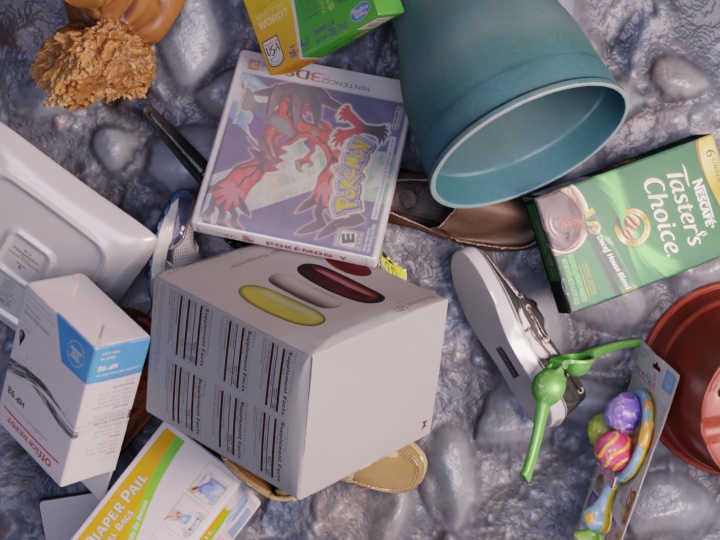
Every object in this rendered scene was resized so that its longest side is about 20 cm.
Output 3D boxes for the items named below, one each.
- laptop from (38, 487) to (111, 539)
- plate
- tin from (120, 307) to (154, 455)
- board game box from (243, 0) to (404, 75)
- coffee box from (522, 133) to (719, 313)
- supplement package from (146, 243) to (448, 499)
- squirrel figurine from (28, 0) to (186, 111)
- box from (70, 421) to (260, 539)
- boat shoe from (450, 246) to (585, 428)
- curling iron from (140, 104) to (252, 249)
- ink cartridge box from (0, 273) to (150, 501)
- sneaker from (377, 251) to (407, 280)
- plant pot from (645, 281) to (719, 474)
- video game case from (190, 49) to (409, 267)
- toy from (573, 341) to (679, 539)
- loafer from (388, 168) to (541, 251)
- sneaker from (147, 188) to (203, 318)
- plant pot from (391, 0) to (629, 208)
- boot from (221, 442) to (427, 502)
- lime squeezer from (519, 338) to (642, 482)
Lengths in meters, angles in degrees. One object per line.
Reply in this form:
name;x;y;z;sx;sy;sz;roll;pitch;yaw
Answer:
laptop;-0.226;0.325;1.599;0.186;0.116;0.201;-9;96;2
plate;-0.325;-0.016;1.566;0.199;0.032;0.200;36;122;-3
tin;-0.255;0.119;1.577;0.112;0.042;0.200;43;122;1
board game box;-0.056;-0.306;1.509;0.153;0.040;0.201;-23;85;40
coffee box;0.269;-0.047;1.559;0.199;0.044;0.124;-19;94;-12
supplement package;-0.059;0.079;1.475;0.199;0.191;0.148;24;120;34
squirrel figurine;-0.240;-0.247;1.500;0.141;0.187;0.201;6;97;0
box;-0.203;0.265;1.554;0.101;0.113;0.200;34;78;17
boat shoe;0.157;0.060;1.593;0.056;0.069;0.201;-31;95;-26
curling iron;-0.153;-0.086;1.588;0.026;0.050;0.200;-38;86;32
ink cartridge box;-0.278;0.119;1.511;0.116;0.066;0.201;38;123;32
sneaker;0.000;0.000;1.590;0.076;0.075;0.201;-21;95;-24
plant pot;0.380;0.119;1.522;0.199;0.195;0.202;0;96;1
video game case;-0.052;-0.111;1.537;0.181;0.023;0.201;11;65;5
toy;0.247;0.175;1.562;0.047;0.115;0.201;11;102;-12
loafer;0.098;-0.056;1.571;0.199;0.071;0.074;6;97;1
sneaker;-0.171;0.017;1.592;0.085;0.077;0.201;6;105;-6
plant pot;0.120;-0.191;1.491;0.199;0.200;0.189;-25;69;4
boot;-0.034;0.185;1.556;0.199;0.155;0.073;23;102;0
lime squeezer;0.208;0.111;1.553;0.200;0.038;0.071;-46;105;-26
